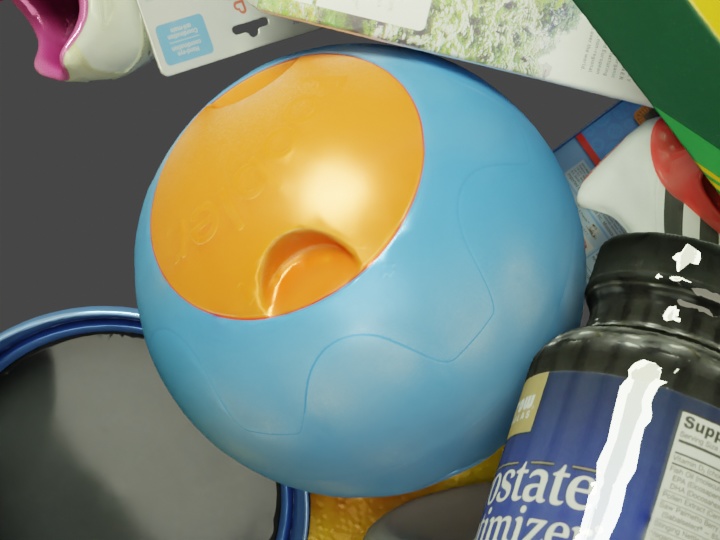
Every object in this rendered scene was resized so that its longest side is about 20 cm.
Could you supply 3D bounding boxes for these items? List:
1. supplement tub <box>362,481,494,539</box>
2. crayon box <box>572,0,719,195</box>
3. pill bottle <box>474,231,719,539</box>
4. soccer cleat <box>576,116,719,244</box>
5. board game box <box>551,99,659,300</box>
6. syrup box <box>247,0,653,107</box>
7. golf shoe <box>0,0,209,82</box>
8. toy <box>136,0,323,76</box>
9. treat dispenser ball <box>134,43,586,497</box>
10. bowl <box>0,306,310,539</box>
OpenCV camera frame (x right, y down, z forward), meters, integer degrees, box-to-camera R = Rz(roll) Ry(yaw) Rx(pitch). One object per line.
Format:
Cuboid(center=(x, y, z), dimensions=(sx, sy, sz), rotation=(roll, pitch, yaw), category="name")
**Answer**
Cuboid(center=(0.081, 0.210, 0.935), dimensions=(0.145, 0.145, 0.201), rotation=(-6, 98, 2), category="supplement tub")
Cuboid(center=(0.198, -0.112, 0.813), dimensions=(0.200, 0.058, 0.173), rotation=(-41, 97, -33), category="crayon box")
Cuboid(center=(0.108, 0.092, 0.788), dimensions=(0.112, 0.112, 0.200), rotation=(20, 72, -1), category="pill bottle")
Cuboid(center=(0.173, 0.022, 0.883), dimensions=(0.085, 0.069, 0.200), rotation=(-29, 97, 43), category="soccer cleat")
Cuboid(center=(0.192, -0.039, 0.924), dimensions=(0.200, 0.037, 0.151), rotation=(-37, 81, 14), category="board game box")
Cuboid(center=(0.056, -0.131, 0.865), dimensions=(0.200, 0.081, 0.079), rotation=(12, 100, -9), category="syrup box")
Cuboid(center=(-0.149, -0.178, 0.909), dimensions=(0.091, 0.075, 0.200), rotation=(-34, 96, -33), category="golf shoe")
Cuboid(center=(-0.068, -0.201, 0.900), dimensions=(0.115, 0.047, 0.200), rotation=(-23, 96, -39), category="toy")
Cuboid(center=(0.000, 0.000, 0.880), dimensions=(0.200, 0.201, 0.201), rotation=(0, 98, 1), category="treat dispenser ball")
Cuboid(center=(-0.124, 0.115, 0.979), dimensions=(0.200, 0.039, 0.201), rotation=(0, 98, 2), category="bowl")
